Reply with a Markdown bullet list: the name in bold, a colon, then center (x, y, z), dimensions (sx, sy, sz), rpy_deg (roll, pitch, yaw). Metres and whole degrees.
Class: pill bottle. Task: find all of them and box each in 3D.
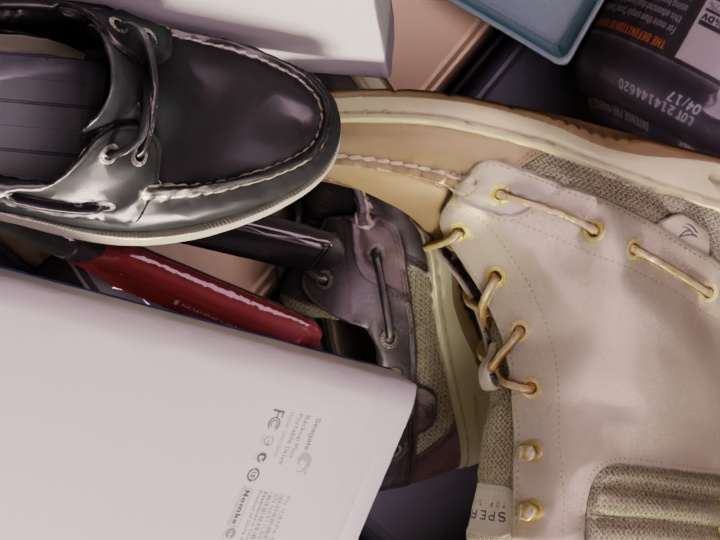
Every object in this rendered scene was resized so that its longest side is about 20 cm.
- **pill bottle**: center (0.156, -0.104, 0.873), dimensions (0.106, 0.106, 0.200), rpy_deg (30, 92, -22)

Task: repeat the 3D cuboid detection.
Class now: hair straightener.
- **hair straightener**: center (-0.099, -0.035, 0.809), dimensions (0.199, 0.041, 0.077), rpy_deg (19, 69, -3)

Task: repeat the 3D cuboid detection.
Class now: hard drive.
- **hard drive**: center (-0.081, 0.079, 0.764), dimensions (0.200, 0.025, 0.132), rpy_deg (17, 99, -41)
- **hard drive**: center (-0.091, -0.101, 0.726), dimensions (0.199, 0.132, 0.027), rpy_deg (5, 79, 5)

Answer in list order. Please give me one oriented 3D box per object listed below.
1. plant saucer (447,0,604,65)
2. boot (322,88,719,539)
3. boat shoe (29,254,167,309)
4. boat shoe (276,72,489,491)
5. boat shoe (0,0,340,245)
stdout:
- **plant saucer**: center (0.102, -0.185, 0.871), dimensions (0.070, 0.019, 0.200), rpy_deg (30, 92, 2)
- **boot**: center (0.050, 0.021, 0.787), dimensions (0.199, 0.072, 0.155), rpy_deg (11, 87, -10)
- **boat shoe**: center (-0.071, 0.075, 0.859), dimensions (0.057, 0.069, 0.200), rpy_deg (-36, 104, -10)
- **boat shoe**: center (0.000, 0.000, 0.861), dimensions (0.066, 0.072, 0.201), rpy_deg (-27, 114, -17)
- **boat shoe**: center (-0.097, -0.054, 0.700), dimensions (0.199, 0.066, 0.075), rpy_deg (7, 75, -14)
